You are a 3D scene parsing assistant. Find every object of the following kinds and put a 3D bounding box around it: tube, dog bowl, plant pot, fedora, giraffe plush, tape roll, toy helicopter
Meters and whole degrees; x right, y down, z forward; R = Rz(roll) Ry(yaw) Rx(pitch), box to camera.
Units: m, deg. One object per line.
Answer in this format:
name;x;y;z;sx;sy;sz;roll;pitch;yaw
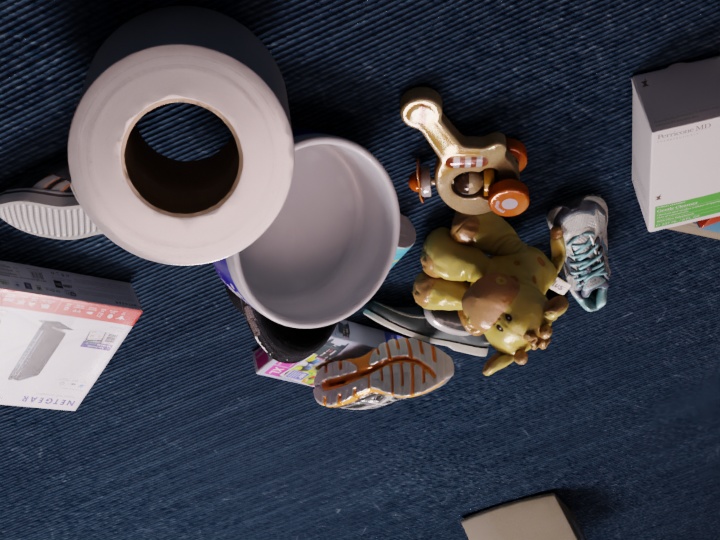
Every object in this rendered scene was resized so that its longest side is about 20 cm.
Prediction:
tube;0.000;0.000;1.604;0.076;0.051;0.200;13;145;-23
dog bowl;-0.060;-0.046;1.372;0.197;0.079;0.203;-8;107;-28
plant pot;0.327;0.523;2.390;0.176;0.201;0.200;-33;145;9
fedora;-0.100;0.004;1.497;0.091;0.203;0.200;6;162;37
giraffe plush;0.167;0.036;1.539;0.197;0.163;0.175;11;122;-6
tape roll;-0.160;-0.124;1.186;0.199;0.140;0.206;-3;115;-6
toy helicopter;0.095;-0.128;1.434;0.131;0.080;0.200;-19;137;25

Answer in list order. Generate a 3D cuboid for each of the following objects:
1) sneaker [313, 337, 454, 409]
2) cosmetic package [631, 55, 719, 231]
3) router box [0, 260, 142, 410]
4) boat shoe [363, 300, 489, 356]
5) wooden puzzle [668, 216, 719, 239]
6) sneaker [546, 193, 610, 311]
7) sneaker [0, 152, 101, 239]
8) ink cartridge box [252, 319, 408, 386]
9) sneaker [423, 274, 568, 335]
sneaker;0.037;0.141;1.723;0.197;0.079;0.077;-11;157;28
cosmetic package;0.367;-0.141;1.481;0.106;0.086;0.201;-13;149;5
router box;-0.382;0.080;1.521;0.198;0.049;0.180;11;127;-43
boat shoe;0.093;0.062;1.731;0.198;0.073;0.063;17;94;-29
wooden puzzle;0.509;-0.092;1.650;0.183;0.038;0.200;8;142;-31
sneaker;0.286;-0.020;1.632;0.077;0.087;0.201;-18;147;7
sneaker;-0.288;-0.083;1.349;0.197;0.080;0.079;0;150;28
ink cartridge box;-0.033;0.116;1.769;0.198;0.042;0.119;15;138;-39
sneaker;0.180;0.033;1.679;0.197;0.072;0.099;-2;157;-29
